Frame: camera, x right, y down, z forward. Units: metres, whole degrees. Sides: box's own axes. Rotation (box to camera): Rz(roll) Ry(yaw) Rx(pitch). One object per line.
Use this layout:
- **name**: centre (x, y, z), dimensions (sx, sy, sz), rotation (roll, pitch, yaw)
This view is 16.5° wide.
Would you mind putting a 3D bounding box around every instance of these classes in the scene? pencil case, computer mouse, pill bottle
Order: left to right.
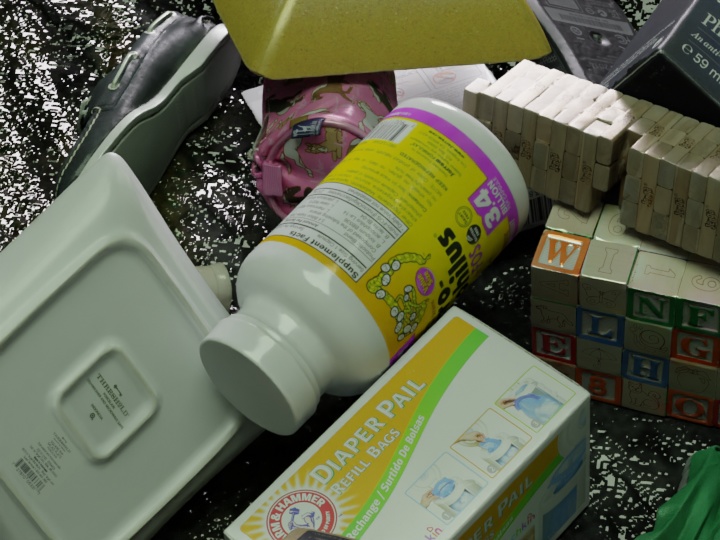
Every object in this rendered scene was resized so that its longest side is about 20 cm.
- **pencil case**: centre (-0.023, -0.109, 1.568), dimensions (0.083, 0.086, 0.201), rotation (-36, 28, 22)
- **pill bottle**: centre (0.000, 0.000, 1.418), dimensions (0.104, 0.105, 0.200), rotation (31, 63, 26)
- **computer mouse**: centre (0.145, -0.120, 1.611), dimensions (0.138, 0.053, 0.201), rotation (10, 39, -27)

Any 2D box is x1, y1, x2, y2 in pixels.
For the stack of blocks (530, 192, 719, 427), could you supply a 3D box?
- **stack of blocks**: centre (0.202, 0.033, 1.456), dimensions (0.199, 0.116, 0.059), rotation (13, 53, 14)

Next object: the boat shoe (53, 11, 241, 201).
- **boat shoe**: centre (-0.149, -0.099, 1.623), dimensions (0.060, 0.076, 0.200), rotation (21, 43, 19)

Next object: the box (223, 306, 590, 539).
- **box**: centre (0.029, 0.137, 1.385), dimensions (0.101, 0.113, 0.200), rotation (32, 61, 27)

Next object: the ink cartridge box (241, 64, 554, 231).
- **ink cartridge box**: centre (0.027, -0.077, 1.618), dimensions (0.161, 0.057, 0.200), rotation (-18, 31, -10)

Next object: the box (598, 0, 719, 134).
- **box**: centre (0.269, -0.108, 1.510), dimensions (0.200, 0.123, 0.199), rotation (41, 58, -5)

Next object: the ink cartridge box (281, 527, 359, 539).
- **ink cartridge box**: centre (0.019, 0.247, 1.244), dimensions (0.164, 0.202, 0.075), rotation (11, 9, 15)

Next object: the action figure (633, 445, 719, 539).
- **action figure**: centre (0.197, 0.158, 1.381), dimensions (0.118, 0.055, 0.200), rotation (30, 42, 0)

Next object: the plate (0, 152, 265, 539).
- **plate**: centre (-0.149, 0.072, 1.391), dimensions (0.200, 0.200, 0.032), rotation (-44, 30, -19)

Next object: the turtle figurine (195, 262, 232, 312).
- **turtle figurine**: centre (-0.171, 0.066, 1.485), dimensions (0.193, 0.201, 0.144), rotation (-4, 24, -25)

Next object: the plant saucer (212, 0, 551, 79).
- **plant saucer**: centre (0.001, -0.198, 1.588), dimensions (0.199, 0.049, 0.200), rotation (-6, 36, -18)

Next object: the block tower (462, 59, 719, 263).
- **block tower**: centre (0.155, -0.063, 1.432), dimensions (0.199, 0.054, 0.058), rotation (22, 38, 25)
